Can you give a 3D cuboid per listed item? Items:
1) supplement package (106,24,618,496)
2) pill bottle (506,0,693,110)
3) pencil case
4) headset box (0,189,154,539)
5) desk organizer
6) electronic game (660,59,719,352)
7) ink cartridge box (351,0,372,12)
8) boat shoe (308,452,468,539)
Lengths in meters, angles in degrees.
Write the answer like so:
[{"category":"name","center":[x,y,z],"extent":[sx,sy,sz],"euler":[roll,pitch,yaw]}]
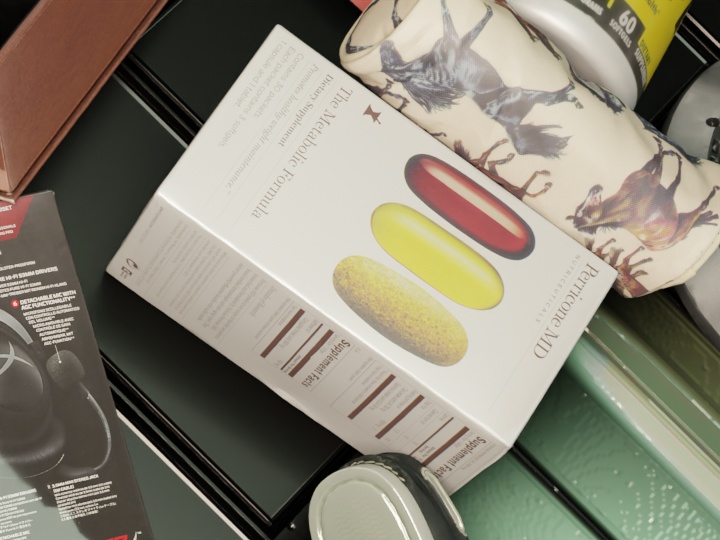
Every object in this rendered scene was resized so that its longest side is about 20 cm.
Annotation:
[{"category":"supplement package","center":[0.000,0.000,1.302],"extent":[0.200,0.110,0.114],"euler":[35,64,-4]},{"category":"pill bottle","center":[0.126,-0.174,1.404],"extent":[0.114,0.114,0.200],"euler":[32,65,-5]},{"category":"pencil case","center":[0.084,-0.072,1.303],"extent":[0.200,0.089,0.078],"euler":[39,107,-11]},{"category":"headset box","center":[-0.193,0.061,1.236],"extent":[0.149,0.077,0.200],"euler":[-13,75,-22]},{"category":"desk organizer","center":[-0.149,-0.130,1.281],"extent":[0.072,0.077,0.200],"euler":[16,48,18]},{"category":"electronic game","center":[0.239,-0.024,1.426],"extent":[0.200,0.042,0.200],"euler":[10,67,-24]},{"category":"ink cartridge box","center":[-0.025,-0.246,1.406],"extent":[0.200,0.068,0.117],"euler":[43,64,1]},{"category":"boat shoe","center":[0.039,0.179,1.274],"extent":[0.060,0.075,0.200],"euler":[-18,92,-63]}]
